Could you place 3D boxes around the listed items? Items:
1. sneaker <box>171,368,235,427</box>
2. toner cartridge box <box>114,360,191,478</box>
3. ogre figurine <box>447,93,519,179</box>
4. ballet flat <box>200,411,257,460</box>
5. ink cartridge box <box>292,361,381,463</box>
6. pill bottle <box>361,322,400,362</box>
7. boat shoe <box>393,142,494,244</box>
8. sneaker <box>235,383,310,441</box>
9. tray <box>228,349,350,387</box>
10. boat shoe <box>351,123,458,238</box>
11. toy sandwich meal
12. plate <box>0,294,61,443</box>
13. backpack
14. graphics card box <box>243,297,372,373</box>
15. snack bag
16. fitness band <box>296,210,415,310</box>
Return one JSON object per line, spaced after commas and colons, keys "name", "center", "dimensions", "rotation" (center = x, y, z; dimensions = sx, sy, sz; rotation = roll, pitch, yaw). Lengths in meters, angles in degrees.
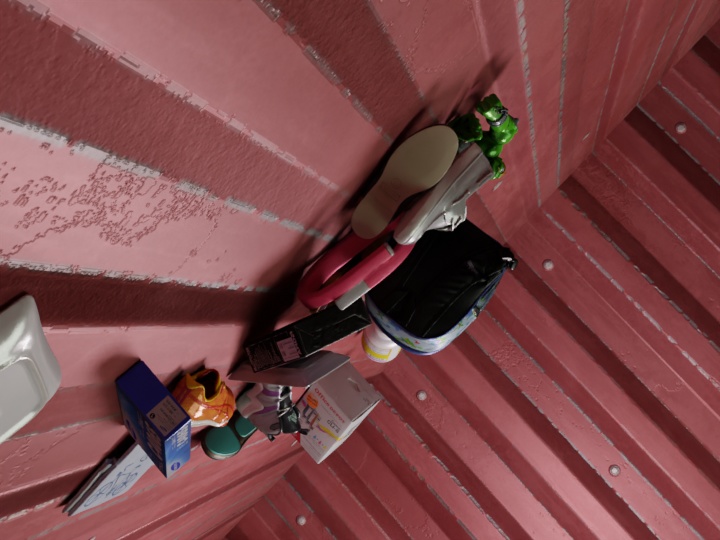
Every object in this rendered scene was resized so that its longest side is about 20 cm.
{"name": "sneaker", "center": [-0.218, 0.183, 1.319], "dimensions": [0.078, 0.072, 0.200], "rotation": [-55, 172, 1]}
{"name": "toner cartridge box", "center": [-0.257, 0.192, 1.128], "dimensions": [0.043, 0.095, 0.201], "rotation": [-37, 166, -24]}
{"name": "ogre figurine", "center": [0.169, -0.186, 1.370], "dimensions": [0.118, 0.098, 0.203], "rotation": [-6, 127, -45]}
{"name": "ballet flat", "center": [-0.252, 0.321, 1.714], "dimensions": [0.068, 0.069, 0.199], "rotation": [-40, 172, 27]}
{"name": "ink cartridge box", "center": [-0.073, 0.358, 2.307], "dimensions": [0.144, 0.145, 0.201], "rotation": [-30, 161, -51]}
{"name": "pill bottle", "center": [0.058, 0.144, 2.122], "dimensions": [0.104, 0.104, 0.201], "rotation": [-41, 169, -16]}
{"name": "boat shoe", "center": [0.121, -0.094, 1.248], "dimensions": [0.201, 0.069, 0.072], "rotation": [-49, -171, -35]}
{"name": "sneaker", "center": [-0.136, 0.237, 1.628], "dimensions": [0.077, 0.140, 0.201], "rotation": [-32, 164, -45]}
{"name": "tray", "center": [-0.117, 0.148, 1.432], "dimensions": [0.197, 0.023, 0.106], "rotation": [-2, -162, 45]}
{"name": "boat shoe", "center": [0.061, -0.126, 1.228], "dimensions": [0.200, 0.071, 0.063], "rotation": [-47, -179, 26]}
{"name": "toy sandwich meal", "center": [0.000, 0.000, 1.456], "dimensions": [0.205, 0.070, 0.206], "rotation": [-43, 169, -10]}
{"name": "plate", "center": [-0.337, 0.126, 0.752], "dimensions": [0.199, 0.032, 0.200], "rotation": [-40, 169, -25]}
{"name": "backpack", "center": [0.104, 0.020, 1.360], "dimensions": [0.201, 0.182, 0.148], "rotation": [-48, 168, -18]}
{"name": "graphics card box", "center": [-0.082, 0.097, 1.341], "dimensions": [0.124, 0.052, 0.199], "rotation": [-23, 178, -32]}
{"name": "snack bag", "center": [-0.337, 0.279, 1.350], "dimensions": [0.200, 0.021, 0.188], "rotation": [-46, 170, 5]}
{"name": "fitness band", "center": [-0.006, -0.014, 1.285], "dimensions": [0.198, 0.038, 0.144], "rotation": [-37, -157, 5]}
